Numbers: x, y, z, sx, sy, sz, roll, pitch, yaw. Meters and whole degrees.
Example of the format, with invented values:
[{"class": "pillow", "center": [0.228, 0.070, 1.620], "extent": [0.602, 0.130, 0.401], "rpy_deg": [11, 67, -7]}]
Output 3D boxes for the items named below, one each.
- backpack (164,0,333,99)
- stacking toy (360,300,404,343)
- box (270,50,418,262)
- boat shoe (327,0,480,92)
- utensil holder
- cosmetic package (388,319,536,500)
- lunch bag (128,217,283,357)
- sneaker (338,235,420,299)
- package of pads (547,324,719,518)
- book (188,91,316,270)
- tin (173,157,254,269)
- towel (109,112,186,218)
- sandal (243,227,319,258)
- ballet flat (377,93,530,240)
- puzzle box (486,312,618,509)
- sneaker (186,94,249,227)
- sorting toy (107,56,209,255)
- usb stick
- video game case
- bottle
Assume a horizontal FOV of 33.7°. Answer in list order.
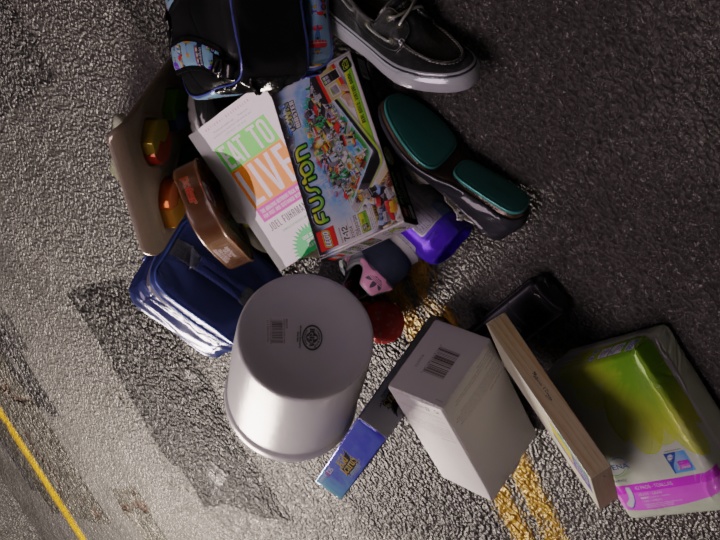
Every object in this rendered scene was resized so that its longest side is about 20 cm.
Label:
[{"class": "backpack", "center": [-0.131, -0.271, 1.271], "extent": [0.200, 0.134, 0.183], "rpy_deg": [-4, 94, 64]}, {"class": "stacking toy", "center": [-0.021, 0.068, 1.552], "extent": [0.200, 0.085, 0.086], "rpy_deg": [-3, 120, 43]}, {"class": "box", "center": [-0.019, -0.121, 1.282], "extent": [0.110, 0.035, 0.201], "rpy_deg": [-24, 74, 25]}, {"class": "boat shoe", "center": [0.035, -0.242, 1.185], "extent": [0.200, 0.072, 0.071], "rpy_deg": [32, 147, 29]}, {"class": "utensil holder", "center": [-0.073, 0.117, 1.415], "extent": [0.170, 0.170, 0.200], "rpy_deg": [43, 155, 12]}, {"class": "cosmetic package", "center": [0.123, 0.166, 1.391], "extent": [0.085, 0.108, 0.200], "rpy_deg": [19, 150, 37]}, {"class": "lunch bag", "center": [-0.210, 0.016, 1.625], "extent": [0.200, 0.136, 0.132], "rpy_deg": [37, 153, -19]}, {"class": "sneaker", "center": [0.000, 0.000, 1.418], "extent": [0.070, 0.082, 0.200], "rpy_deg": [45, 163, -6]}, {"class": "package of pads", "center": [0.302, 0.163, 1.255], "extent": [0.200, 0.068, 0.154], "rpy_deg": [58, 146, -5]}, {"class": "book", "center": [-0.101, -0.115, 1.437], "extent": [0.133, 0.048, 0.200], "rpy_deg": [-31, 98, 28]}, {"class": "tin", "center": [-0.183, -0.068, 1.500], "extent": [0.112, 0.042, 0.200], "rpy_deg": [64, -178, 20]}, {"class": "towel", "center": [-0.282, -0.122, 1.699], "extent": [0.200, 0.035, 0.193], "rpy_deg": [46, 157, 5]}, {"class": "sandal", "center": [-0.093, -0.039, 1.540], "extent": [0.201, 0.057, 0.080], "rpy_deg": [-6, 117, 52]}, {"class": "ballet flat", "center": [0.090, -0.103, 1.258], "extent": [0.200, 0.073, 0.073], "rpy_deg": [40, 145, 12]}, {"class": "puzzle box", "center": [0.203, 0.149, 1.256], "extent": [0.200, 0.025, 0.133], "rpy_deg": [58, 179, 28]}, {"class": "sneaker", "center": [-0.146, -0.157, 1.497], "extent": [0.084, 0.074, 0.201], "rpy_deg": [-16, 105, 28]}, {"class": "sorting toy", "center": [-0.239, -0.146, 1.497], "extent": [0.036, 0.200, 0.186], "rpy_deg": [4, 129, 19]}, {"class": "usb stick", "center": [0.169, 0.063, 1.352], "extent": [0.055, 0.033, 0.200], "rpy_deg": [43, 146, 0]}, {"class": "video game case", "center": [0.031, 0.172, 1.479], "extent": [0.045, 0.181, 0.200], "rpy_deg": [36, 145, 5]}, {"class": "bottle", "center": [0.032, -0.093, 1.321], "extent": [0.200, 0.083, 0.065], "rpy_deg": [43, 105, 13]}]
